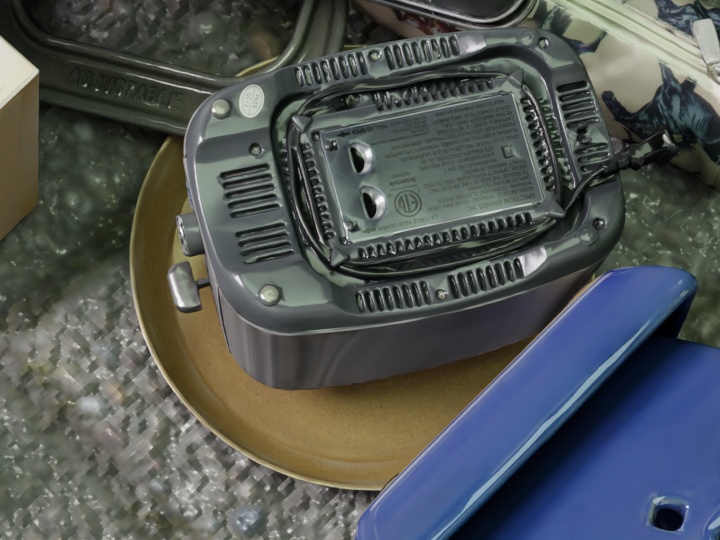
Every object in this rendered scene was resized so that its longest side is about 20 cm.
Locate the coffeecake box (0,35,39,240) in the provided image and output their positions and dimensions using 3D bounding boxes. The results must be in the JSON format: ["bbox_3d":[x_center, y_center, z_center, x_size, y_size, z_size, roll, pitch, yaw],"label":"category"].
[{"bbox_3d":[-0.226,-0.094,1.196,0.200,0.154,0.073,42,72,8],"label":"coffeecake box"}]

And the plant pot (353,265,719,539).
[{"bbox_3d":[0.104,0.126,1.137,0.180,0.200,0.200,43,75,11],"label":"plant pot"}]

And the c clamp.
[{"bbox_3d":[-0.091,-0.142,1.279,0.200,0.027,0.171,20,71,12],"label":"c clamp"}]

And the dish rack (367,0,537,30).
[{"bbox_3d":[0.032,-0.210,1.217,0.153,0.055,0.200,20,80,29],"label":"dish rack"}]

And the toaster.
[{"bbox_3d":[0.021,-0.023,1.187,0.200,0.129,0.114,-13,74,-10],"label":"toaster"}]

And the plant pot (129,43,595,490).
[{"bbox_3d":[0.000,0.000,1.259,0.199,0.027,0.201,2,72,-7],"label":"plant pot"}]

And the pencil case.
[{"bbox_3d":[0.088,-0.111,1.274,0.200,0.089,0.078,27,68,4],"label":"pencil case"}]
